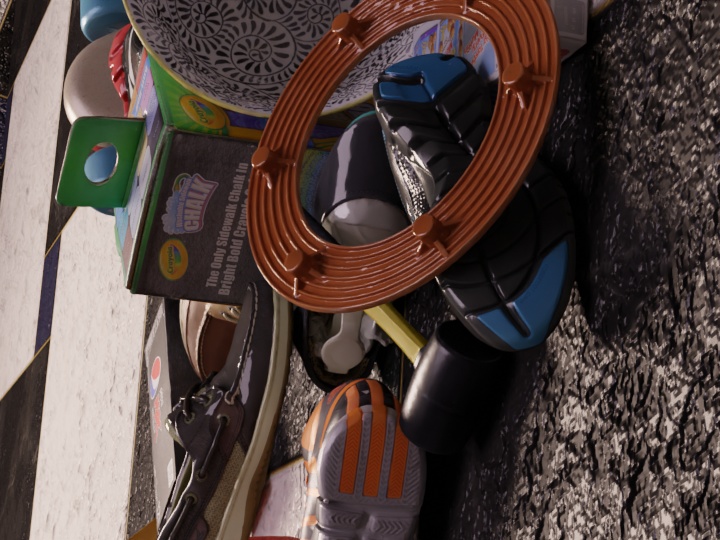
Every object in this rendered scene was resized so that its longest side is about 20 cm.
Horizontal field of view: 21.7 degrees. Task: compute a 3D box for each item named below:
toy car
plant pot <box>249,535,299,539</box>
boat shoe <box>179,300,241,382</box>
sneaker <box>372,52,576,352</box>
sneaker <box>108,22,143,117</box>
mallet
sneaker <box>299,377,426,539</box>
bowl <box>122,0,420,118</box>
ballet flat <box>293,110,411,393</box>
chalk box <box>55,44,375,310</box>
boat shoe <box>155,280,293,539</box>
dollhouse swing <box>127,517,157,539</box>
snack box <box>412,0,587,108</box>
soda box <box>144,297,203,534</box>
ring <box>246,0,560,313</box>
[{"bbox_3d":[-0.126,-0.112,1.485,0.200,0.177,0.185,68,-166,-64],"label":"toy car"},{"bbox_3d":[-0.133,0.261,1.221,0.200,0.177,0.201,-171,90,-73],"label":"plant pot"},{"bbox_3d":[-0.080,0.005,1.346,0.074,0.076,0.200,-111,33,-53],"label":"boat shoe"},{"bbox_3d":[0.063,-0.025,0.940,0.200,0.073,0.082,-107,1,-46],"label":"sneaker"},{"bbox_3d":[-0.126,-0.110,1.311,0.098,0.071,0.201,-53,44,51],"label":"sneaker"},{"bbox_3d":[0.003,0.024,1.014,0.200,0.041,0.066,39,124,43],"label":"mallet"},{"bbox_3d":[-0.003,0.155,1.051,0.112,0.077,0.200,-105,28,-76],"label":"sneaker"},{"bbox_3d":[-0.048,-0.175,1.153,0.094,0.200,0.201,110,165,-76],"label":"bowl"},{"bbox_3d":[0.000,0.000,1.096,0.200,0.073,0.073,106,162,-44],"label":"ballet flat"},{"bbox_3d":[-0.090,-0.061,1.190,0.124,0.200,0.125,-108,31,-56],"label":"chalk box"},{"bbox_3d":[-0.087,0.101,1.144,0.072,0.066,0.201,-131,53,-79],"label":"boat shoe"},{"bbox_3d":[-0.143,0.331,1.461,0.182,0.176,0.200,-35,-30,-52],"label":"dollhouse swing"},{"bbox_3d":[0.070,-0.124,1.002,0.200,0.024,0.072,147,128,-68],"label":"snack box"},{"bbox_3d":[-0.121,0.110,1.428,0.200,0.071,0.063,-101,24,-48],"label":"soda box"},{"bbox_3d":[0.014,-0.072,0.929,0.200,0.019,0.201,-25,48,31],"label":"ring"}]
